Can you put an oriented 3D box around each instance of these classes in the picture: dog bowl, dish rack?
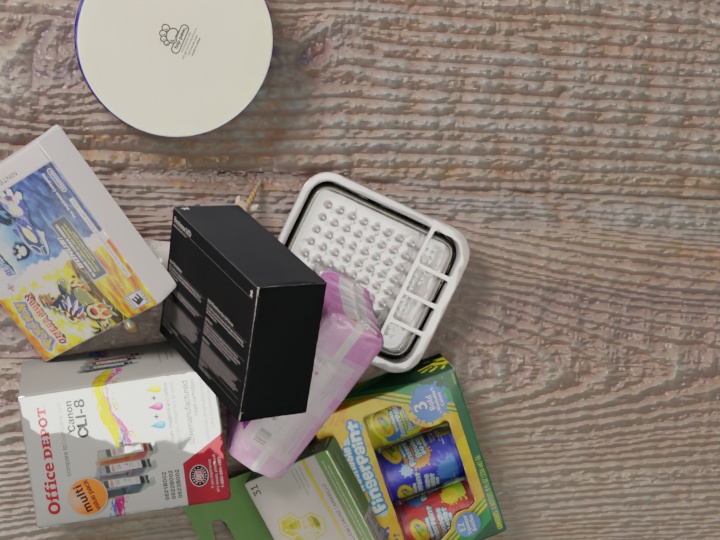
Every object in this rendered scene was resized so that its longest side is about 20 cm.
[{"bbox_3d":[-0.190,-0.236,1.585,0.200,0.079,0.200,-2,100,-11],"label":"dog bowl"},{"bbox_3d":[0.000,0.000,1.681,0.200,0.044,0.172,25,96,-14],"label":"dish rack"}]

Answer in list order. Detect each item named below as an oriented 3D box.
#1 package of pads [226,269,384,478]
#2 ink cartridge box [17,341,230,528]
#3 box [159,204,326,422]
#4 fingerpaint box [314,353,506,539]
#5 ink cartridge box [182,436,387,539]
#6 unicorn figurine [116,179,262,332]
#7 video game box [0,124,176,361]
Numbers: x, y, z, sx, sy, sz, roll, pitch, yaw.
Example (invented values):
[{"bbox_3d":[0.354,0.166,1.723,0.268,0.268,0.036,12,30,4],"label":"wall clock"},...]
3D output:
[{"bbox_3d":[-0.059,0.108,1.614,0.076,0.121,0.200,32,106,-15],"label":"package of pads"},{"bbox_3d":[-0.246,0.165,1.612,0.200,0.145,0.145,-8,102,-8],"label":"ink cartridge box"},{"bbox_3d":[-0.118,0.036,1.516,0.079,0.200,0.141,-6,117,-29],"label":"box"},{"bbox_3d":[0.049,0.217,1.713,0.167,0.073,0.200,-19,103,-6],"label":"fingerpaint box"},{"bbox_3d":[-0.086,0.279,1.673,0.200,0.048,0.146,-24,101,16],"label":"ink cartridge box"},{"bbox_3d":[-0.183,-0.006,1.625,0.200,0.074,0.137,-10,125,-29],"label":"unicorn figurine"},{"bbox_3d":[-0.310,-0.023,1.565,0.182,0.047,0.200,-25,106,38],"label":"video game box"}]
